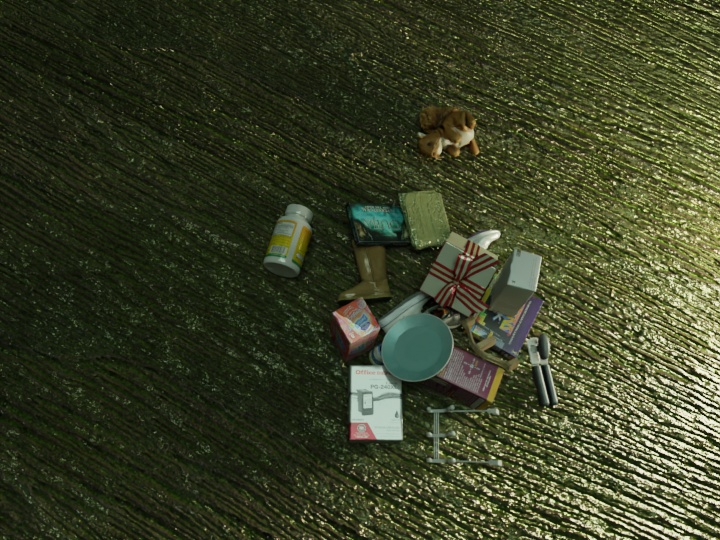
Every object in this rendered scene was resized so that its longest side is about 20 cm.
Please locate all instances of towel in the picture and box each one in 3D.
[{"bbox_3d":[0.202,-0.159,1.795,0.147,0.037,0.201,-6,68,-20],"label":"towel"}]

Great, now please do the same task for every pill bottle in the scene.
[{"bbox_3d":[-0.208,-0.091,1.716,0.112,0.113,0.201,14,69,2],"label":"pill bottle"}]

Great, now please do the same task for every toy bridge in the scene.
[{"bbox_3d":[0.339,0.202,1.578,0.067,0.027,0.200,-22,48,-26],"label":"toy bridge"}]

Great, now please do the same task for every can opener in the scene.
[{"bbox_3d":[0.516,0.283,1.638,0.052,0.067,0.201,-5,73,-6],"label":"can opener"}]

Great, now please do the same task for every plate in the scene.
[{"bbox_3d":[0.153,0.208,1.547,0.199,0.026,0.201,-12,53,16],"label":"plate"}]

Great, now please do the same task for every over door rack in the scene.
[{"bbox_3d":[0.274,0.438,1.540,0.198,0.067,0.149,-1,69,11],"label":"over door rack"}]

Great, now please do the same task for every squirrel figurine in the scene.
[{"bbox_3d":[0.264,-0.449,1.891,0.186,0.142,0.201,-25,57,-1],"label":"squirrel figurine"}]

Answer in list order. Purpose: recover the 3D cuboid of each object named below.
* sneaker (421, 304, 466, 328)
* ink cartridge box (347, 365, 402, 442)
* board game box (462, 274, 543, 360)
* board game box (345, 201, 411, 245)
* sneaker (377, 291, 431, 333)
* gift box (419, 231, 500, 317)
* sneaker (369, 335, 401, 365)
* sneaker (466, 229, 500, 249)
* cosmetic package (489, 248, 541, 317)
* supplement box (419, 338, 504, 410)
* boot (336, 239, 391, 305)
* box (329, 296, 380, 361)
[{"bbox_3d":[0.249,0.127,1.657,0.199,0.079,0.074,-16,66,-34],"label":"sneaker"},{"bbox_3d":[0.038,0.360,1.567,0.144,0.083,0.201,1,69,-3],"label":"ink cartridge box"},{"bbox_3d":[0.417,0.136,1.692,0.165,0.057,0.201,29,70,9],"label":"board game box"},{"bbox_3d":[0.058,-0.140,1.752,0.199,0.028,0.136,-2,66,-32],"label":"board game box"},{"bbox_3d":[0.144,0.122,1.684,0.199,0.073,0.071,-34,95,-12],"label":"sneaker"},{"bbox_3d":[0.295,0.009,1.629,0.199,0.187,0.186,25,110,9],"label":"gift box"},{"bbox_3d":[0.122,0.213,1.631,0.199,0.082,0.074,-23,70,-14],"label":"sneaker"},{"bbox_3d":[0.345,-0.057,1.766,0.199,0.075,0.100,-27,86,-8],"label":"sneaker"},{"bbox_3d":[0.424,0.038,1.593,0.081,0.200,0.114,16,68,3],"label":"cosmetic package"},{"bbox_3d":[0.271,0.289,1.584,0.199,0.131,0.104,25,68,6],"label":"supplement box"},{"bbox_3d":[0.000,0.000,1.721,0.174,0.066,0.201,-4,69,-18],"label":"boot"},{"bbox_3d":[-0.019,0.165,1.578,0.094,0.200,0.103,-27,73,-15],"label":"box"}]
